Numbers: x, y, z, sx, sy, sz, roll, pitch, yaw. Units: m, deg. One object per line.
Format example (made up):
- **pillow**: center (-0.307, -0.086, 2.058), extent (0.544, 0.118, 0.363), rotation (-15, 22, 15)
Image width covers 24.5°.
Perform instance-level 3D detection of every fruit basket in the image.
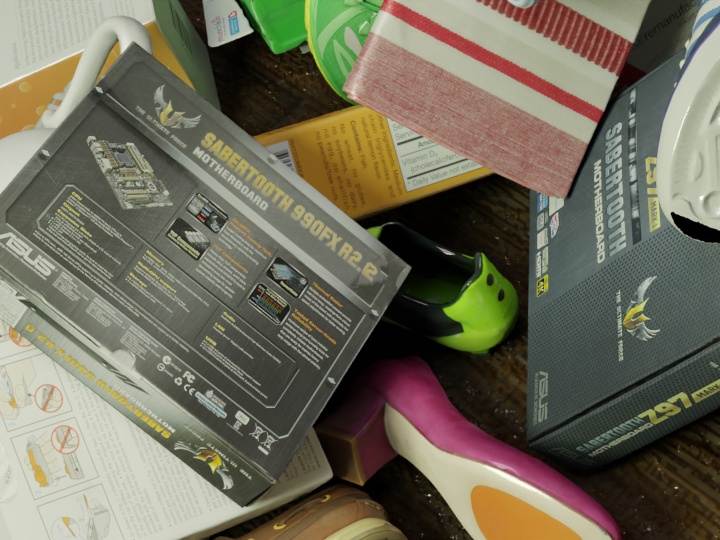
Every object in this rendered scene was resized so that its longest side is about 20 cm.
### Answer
- **fruit basket**: center (-0.031, -0.243, 1.189), extent (0.184, 0.094, 0.201), rotation (-21, 35, 7)

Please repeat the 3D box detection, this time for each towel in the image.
- **towel**: center (0.092, -0.158, 0.923), extent (0.202, 0.143, 0.023), rotation (-65, 16, 0)

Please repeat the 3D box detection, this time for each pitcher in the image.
- **pitcher**: center (-0.180, -0.057, 1.032), extent (0.199, 0.120, 0.174), rotation (-12, 72, 56)

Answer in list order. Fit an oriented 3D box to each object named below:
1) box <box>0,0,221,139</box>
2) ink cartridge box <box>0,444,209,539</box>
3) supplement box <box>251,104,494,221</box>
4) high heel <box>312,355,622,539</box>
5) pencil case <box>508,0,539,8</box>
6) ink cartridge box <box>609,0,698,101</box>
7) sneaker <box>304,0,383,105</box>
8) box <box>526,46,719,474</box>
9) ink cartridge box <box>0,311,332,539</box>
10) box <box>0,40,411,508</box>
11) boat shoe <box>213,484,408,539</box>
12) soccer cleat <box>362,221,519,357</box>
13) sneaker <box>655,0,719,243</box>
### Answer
- **box**: center (-0.210, -0.123, 1.137), extent (0.198, 0.125, 0.098), rotation (-22, 50, 7)
- **ink cartridge box**: center (-0.178, 0.105, 0.982), extent (0.198, 0.085, 0.147), rotation (4, 57, 25)
- **supplement box**: center (-0.003, -0.065, 0.992), extent (0.198, 0.070, 0.066), rotation (-17, 8, -17)
- **high heel**: center (0.070, 0.096, 0.894), extent (0.199, 0.068, 0.096), rotation (11, 37, 41)
- **pencil case**: center (0.143, -0.218, 0.870), extent (0.199, 0.091, 0.084), rotation (-32, 75, -7)
- **ink cartridge box**: center (0.120, -0.198, 0.991), extent (0.146, 0.201, 0.083), rotation (-36, 25, -5)
- **sneaker**: center (0.016, -0.192, 1.051), extent (0.073, 0.202, 0.084), rotation (-8, 32, -29)
- **box**: center (0.158, -0.011, 0.896), extent (0.157, 0.051, 0.202), rotation (-34, 40, 43)
- **ink cartridge box**: center (-0.132, 0.073, 0.874), extent (0.198, 0.050, 0.162), rotation (-18, 77, -30)
- **box**: center (-0.091, 0.000, 0.872), extent (0.159, 0.199, 0.048), rotation (-57, 9, -34)
- **boat shoe**: center (-0.069, 0.183, 0.892), extent (0.199, 0.072, 0.068), rotation (-29, 40, -9)
- **soccer cleat**: center (0.000, 0.000, 0.984), extent (0.198, 0.081, 0.068), rotation (9, 59, 28)
- **sneaker**: center (0.196, -0.119, 0.841), extent (0.147, 0.080, 0.202), rotation (-110, 41, -77)
